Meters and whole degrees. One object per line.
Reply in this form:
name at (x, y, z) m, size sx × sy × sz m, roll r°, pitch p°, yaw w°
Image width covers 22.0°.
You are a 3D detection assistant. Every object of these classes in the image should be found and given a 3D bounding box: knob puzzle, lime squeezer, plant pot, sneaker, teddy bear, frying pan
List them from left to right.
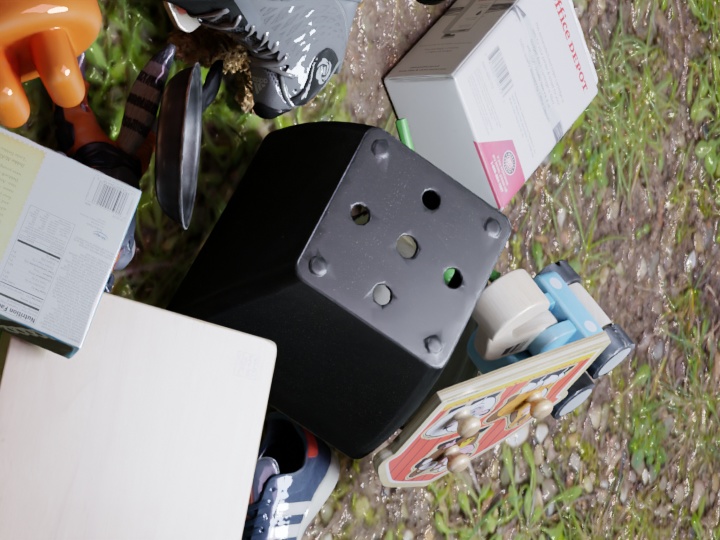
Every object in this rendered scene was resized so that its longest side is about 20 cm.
frying pan at (-0.121, -0.116, 1.303) m, size 0.115 × 0.031 × 0.191 m, roll 94°, pitch 0°, yaw -52°
teddy bear at (-0.088, -0.207, 1.426) m, size 0.200 × 0.067 × 0.145 m, roll 30°, pitch 88°, yaw -53°
sneaker at (-0.076, -0.165, 1.323) m, size 0.199 × 0.075 × 0.116 m, roll -4°, pitch 109°, yaw -43°
sneaker at (-0.084, 0.199, 1.466) m, size 0.085 × 0.075 × 0.201 m, roll 58°, pitch 40°, yaw -38°
plant pot at (0.000, 0.000, 1.404) m, size 0.199 × 0.177 × 0.201 m, roll 34°, pitch 66°, yaw -14°
lime squeezer at (0.074, -0.036, 1.563) m, size 0.200 × 0.038 × 0.071 m, roll 55°, pitch 51°, yaw -37°
knob puzzle at (0.095, 0.133, 1.493) m, size 0.219 × 0.220 × 0.031 m, roll -4°, pitch 58°, yaw -52°

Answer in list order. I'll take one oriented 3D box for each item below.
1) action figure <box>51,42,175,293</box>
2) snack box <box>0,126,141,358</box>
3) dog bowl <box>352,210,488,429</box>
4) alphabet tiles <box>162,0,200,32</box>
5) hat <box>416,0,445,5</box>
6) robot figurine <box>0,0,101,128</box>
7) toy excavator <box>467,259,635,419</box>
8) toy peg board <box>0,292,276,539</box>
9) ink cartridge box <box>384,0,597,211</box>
action figure at (-0.197, -0.076, 1.281) m, size 0.200 × 0.104 × 0.194 m, roll 40°, pitch 51°, yaw -49°
snack box at (-0.252, -0.037, 1.179) m, size 0.199 × 0.037 × 0.117 m, roll 25°, pitch 69°, yaw -14°
dog bowl at (0.027, 0.036, 1.597) m, size 0.200 × 0.074 × 0.201 m, roll -4°, pitch 95°, yaw -51°
alphabet tiles at (-0.083, -0.273, 1.340) m, size 0.196 × 0.015 × 0.201 m, roll -42°, pitch 129°, yaw -24°
hat at (-0.007, -0.281, 1.477) m, size 0.081 × 0.200 × 0.201 m, roll -39°, pitch 125°, yaw -17°
robot figurine at (-0.235, -0.196, 1.183) m, size 0.116 × 0.144 × 0.201 m, roll -7°, pitch 72°, yaw -55°
toy excavator at (0.137, 0.059, 1.539) m, size 0.199 × 0.195 × 0.100 m, roll -20°, pitch 65°, yaw -43°
toy peg board at (-0.181, 0.124, 1.276) m, size 0.198 × 0.098 × 0.201 m, roll 17°, pitch 78°, yaw -32°
ink cartridge box at (0.125, -0.170, 1.701) m, size 0.200 × 0.082 × 0.147 m, roll -49°, pitch 128°, yaw -38°
